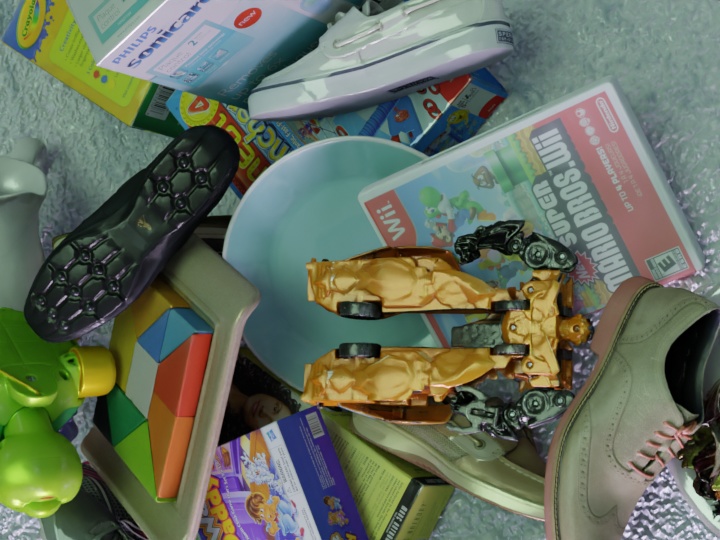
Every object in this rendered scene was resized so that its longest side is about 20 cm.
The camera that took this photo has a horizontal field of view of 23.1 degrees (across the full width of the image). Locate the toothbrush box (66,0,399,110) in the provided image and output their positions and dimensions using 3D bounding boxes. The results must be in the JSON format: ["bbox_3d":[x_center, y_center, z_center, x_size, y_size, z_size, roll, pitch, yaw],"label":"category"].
[{"bbox_3d":[-0.087,-0.198,1.213,0.146,0.199,0.086,-37,66,22],"label":"toothbrush box"}]

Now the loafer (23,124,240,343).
[{"bbox_3d":[-0.160,-0.025,1.264,0.201,0.070,0.068,-44,90,11],"label":"loafer"}]

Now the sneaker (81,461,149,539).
[{"bbox_3d":[-0.180,0.220,1.362,0.199,0.074,0.081,33,102,30],"label":"sneaker"}]

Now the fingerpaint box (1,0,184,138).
[{"bbox_3d":[-0.175,-0.233,1.414,0.166,0.073,0.201,32,101,30],"label":"fingerpaint box"}]

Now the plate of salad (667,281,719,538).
[{"bbox_3d":[0.276,0.086,1.104,0.199,0.048,0.202,-4,83,32],"label":"plate of salad"}]

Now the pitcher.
[{"bbox_3d":[-0.300,0.000,1.445,0.120,0.172,0.202,14,112,6],"label":"pitcher"}]

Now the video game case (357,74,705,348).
[{"bbox_3d":[0.114,-0.029,1.193,0.199,0.017,0.144,-23,104,26],"label":"video game case"}]

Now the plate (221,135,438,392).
[{"bbox_3d":[0.000,0.000,1.259,0.198,0.026,0.202,2,107,5],"label":"plate"}]

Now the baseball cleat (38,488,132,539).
[{"bbox_3d":[-0.151,0.221,1.277,0.106,0.070,0.200,-41,84,31],"label":"baseball cleat"}]

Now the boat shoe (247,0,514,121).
[{"bbox_3d":[0.008,-0.154,1.220,0.199,0.072,0.066,-16,83,28],"label":"boat shoe"}]

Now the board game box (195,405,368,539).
[{"bbox_3d":[-0.051,0.213,1.254,0.134,0.045,0.201,-26,83,43],"label":"board game box"}]

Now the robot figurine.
[{"bbox_3d":[0.060,0.041,1.182,0.198,0.058,0.146,0,81,17],"label":"robot figurine"}]

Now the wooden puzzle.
[{"bbox_3d":[-0.148,0.076,1.277,0.185,0.037,0.202,37,113,54],"label":"wooden puzzle"}]

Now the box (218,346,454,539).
[{"bbox_3d":[-0.030,0.136,1.292,0.199,0.050,0.076,32,102,31],"label":"box"}]

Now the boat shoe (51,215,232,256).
[{"bbox_3d":[-0.157,-0.005,1.382,0.199,0.072,0.067,-4,93,31],"label":"boat shoe"}]

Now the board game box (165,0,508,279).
[{"bbox_3d":[-0.023,-0.129,1.315,0.196,0.056,0.200,-49,62,17],"label":"board game box"}]

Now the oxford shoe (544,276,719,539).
[{"bbox_3d":[0.173,0.103,1.117,0.074,0.070,0.202,11,83,45],"label":"oxford shoe"}]

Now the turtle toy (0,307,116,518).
[{"bbox_3d":[-0.258,0.097,1.296,0.200,0.145,0.102,49,133,49],"label":"turtle toy"}]

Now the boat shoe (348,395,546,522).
[{"bbox_3d":[0.084,0.118,1.209,0.199,0.072,0.065,24,91,31],"label":"boat shoe"}]
